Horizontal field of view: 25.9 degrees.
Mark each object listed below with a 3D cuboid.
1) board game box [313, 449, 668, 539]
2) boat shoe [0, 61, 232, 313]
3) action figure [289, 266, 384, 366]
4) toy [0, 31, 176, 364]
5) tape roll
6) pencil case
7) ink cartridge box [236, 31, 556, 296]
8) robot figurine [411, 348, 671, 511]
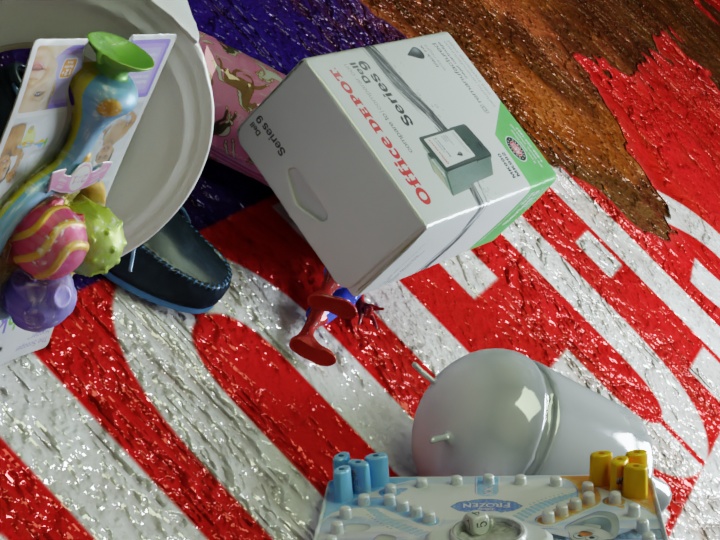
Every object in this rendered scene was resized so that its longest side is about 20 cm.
[{"bbox_3d":[0.071,0.145,0.871,0.199,0.026,0.200,-1,14,5],"label":"board game box"},{"bbox_3d":[-0.158,-0.049,0.975,0.200,0.069,0.084,36,27,-15],"label":"boat shoe"},{"bbox_3d":[0.000,0.000,1.132,0.051,0.066,0.200,19,29,3],"label":"action figure"},{"bbox_3d":[-0.150,-0.023,0.796,0.047,0.201,0.115,31,22,20],"label":"toy"},{"bbox_3d":[-0.182,-0.094,0.855,0.202,0.203,0.071,26,25,-31],"label":"tape roll"},{"bbox_3d":[-0.076,-0.107,1.162,0.200,0.083,0.087,26,19,-31],"label":"pencil case"},{"bbox_3d":[0.030,-0.080,1.105,0.146,0.084,0.200,54,34,9],"label":"ink cartridge box"},{"bbox_3d":[0.116,0.123,1.052,0.200,0.113,0.170,27,18,-30],"label":"robot figurine"}]
